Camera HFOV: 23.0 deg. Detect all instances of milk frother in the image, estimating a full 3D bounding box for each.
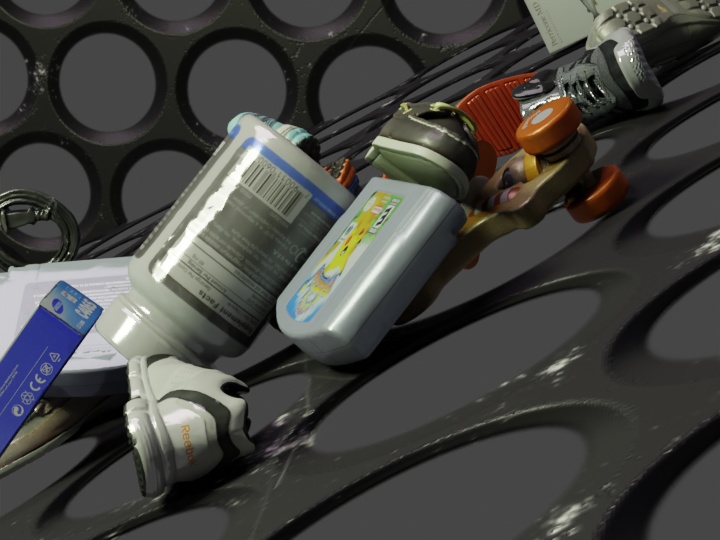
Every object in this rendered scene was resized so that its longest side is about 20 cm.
[{"bbox_3d":[-0.323,0.030,1.687,0.180,0.201,0.188,-26,8,-18],"label":"milk frother"}]

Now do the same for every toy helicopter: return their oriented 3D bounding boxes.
[{"bbox_3d":[0.084,-0.036,1.249,0.200,0.079,0.132,-43,18,-13],"label":"toy helicopter"}]

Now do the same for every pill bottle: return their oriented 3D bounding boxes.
[{"bbox_3d":[-0.103,-0.007,1.335,0.200,0.114,0.114,-52,10,-1],"label":"pill bottle"}]

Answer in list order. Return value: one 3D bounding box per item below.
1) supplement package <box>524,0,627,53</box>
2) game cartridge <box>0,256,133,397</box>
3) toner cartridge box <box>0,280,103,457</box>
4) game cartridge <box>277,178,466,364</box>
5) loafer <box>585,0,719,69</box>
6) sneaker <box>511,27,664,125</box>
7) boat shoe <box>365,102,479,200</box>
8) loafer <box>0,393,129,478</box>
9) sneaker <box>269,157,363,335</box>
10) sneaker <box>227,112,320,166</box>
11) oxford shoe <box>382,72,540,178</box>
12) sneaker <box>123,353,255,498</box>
[{"bbox_3d":[0.327,-0.390,2.351,0.199,0.117,0.117,-24,10,28],"label":"supplement package"},{"bbox_3d":[-0.215,0.045,1.462,0.199,0.041,0.134,-4,40,6],"label":"game cartridge"},{"bbox_3d":[-0.273,0.106,1.338,0.200,0.043,0.095,-54,7,9],"label":"toner cartridge box"},{"bbox_3d":[0.000,0.000,1.209,0.134,0.040,0.200,-56,13,-3],"label":"game cartridge"},{"bbox_3d":[0.296,-0.235,1.729,0.199,0.070,0.070,-18,-34,-32],"label":"loafer"},{"bbox_3d":[0.199,-0.155,1.570,0.113,0.076,0.200,-28,3,2],"label":"sneaker"},{"bbox_3d":[0.049,-0.092,1.250,0.061,0.072,0.201,-55,9,-3],"label":"boat shoe"},{"bbox_3d":[-0.253,0.107,1.473,0.199,0.063,0.072,-32,11,-25],"label":"loafer"},{"bbox_3d":[-0.024,-0.012,1.437,0.075,0.078,0.200,-27,25,34],"label":"sneaker"},{"bbox_3d":[-0.093,-0.054,1.561,0.078,0.086,0.201,-32,-33,-47],"label":"sneaker"},{"bbox_3d":[0.104,-0.132,1.731,0.199,0.071,0.073,-29,4,-5],"label":"oxford shoe"},{"bbox_3d":[-0.108,0.095,1.136,0.080,0.074,0.200,-14,12,-6],"label":"sneaker"}]
